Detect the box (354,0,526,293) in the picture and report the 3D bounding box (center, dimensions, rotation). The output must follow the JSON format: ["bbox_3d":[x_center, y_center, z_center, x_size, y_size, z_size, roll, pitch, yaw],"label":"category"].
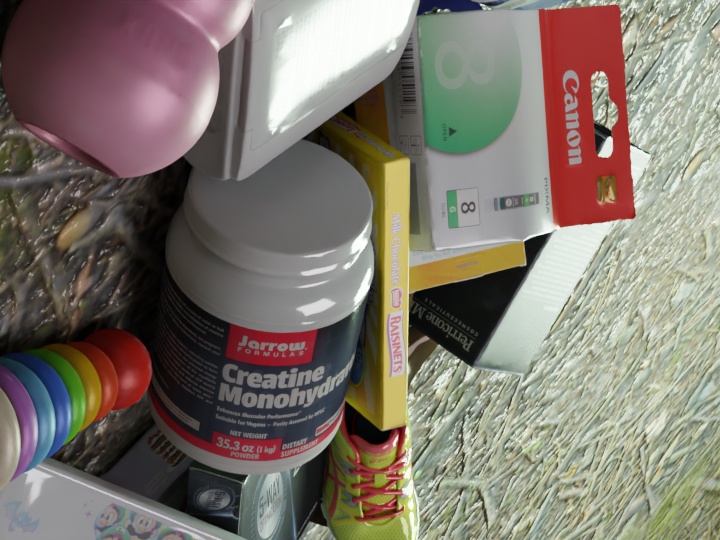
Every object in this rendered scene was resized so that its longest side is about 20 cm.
[{"bbox_3d":[0.054,-0.093,1.736,0.118,0.041,0.202,-12,97,-40],"label":"box"}]

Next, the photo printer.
[{"bbox_3d":[-0.032,-0.169,1.561,0.200,0.069,0.167,-38,150,-36],"label":"photo printer"}]

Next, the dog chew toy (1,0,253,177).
[{"bbox_3d":[-0.116,-0.155,1.371,0.201,0.124,0.125,-61,156,-7],"label":"dog chew toy"}]

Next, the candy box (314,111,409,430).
[{"bbox_3d":[0.000,0.000,1.692,0.026,0.102,0.202,-13,117,-28],"label":"candy box"}]

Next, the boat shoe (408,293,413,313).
[{"bbox_3d":[0.010,-0.007,1.792,0.074,0.066,0.202,107,-5,-88],"label":"boat shoe"}]

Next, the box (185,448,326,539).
[{"bbox_3d":[-0.076,0.159,1.817,0.200,0.043,0.161,-56,157,-54],"label":"box"}]

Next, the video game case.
[{"bbox_3d":[-0.195,0.233,1.675,0.199,0.024,0.183,26,99,-28],"label":"video game case"}]

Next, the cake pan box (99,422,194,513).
[{"bbox_3d":[-0.178,0.224,1.799,0.200,0.052,0.185,-45,151,-25],"label":"cake pan box"}]

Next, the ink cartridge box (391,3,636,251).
[{"bbox_3d":[0.117,-0.103,1.712,0.199,0.050,0.162,-7,96,-27],"label":"ink cartridge box"}]

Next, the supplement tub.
[{"bbox_3d":[-0.067,0.025,1.649,0.140,0.140,0.201,-34,148,-40],"label":"supplement tub"}]

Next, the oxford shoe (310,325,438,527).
[{"bbox_3d":[0.016,0.123,1.996,0.201,0.084,0.073,-56,154,-4],"label":"oxford shoe"}]

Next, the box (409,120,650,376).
[{"bbox_3d":[0.098,-0.045,1.862,0.201,0.148,0.107,-61,155,9],"label":"box"}]

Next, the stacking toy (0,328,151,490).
[{"bbox_3d":[-0.198,0.079,1.557,0.200,0.085,0.086,-24,141,-57],"label":"stacking toy"}]

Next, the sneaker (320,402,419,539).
[{"bbox_3d":[0.007,0.149,1.908,0.077,0.202,0.090,-11,-173,-9],"label":"sneaker"}]

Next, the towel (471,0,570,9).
[{"bbox_3d":[0.152,-0.207,1.695,0.146,0.024,0.200,-18,178,11],"label":"towel"}]
